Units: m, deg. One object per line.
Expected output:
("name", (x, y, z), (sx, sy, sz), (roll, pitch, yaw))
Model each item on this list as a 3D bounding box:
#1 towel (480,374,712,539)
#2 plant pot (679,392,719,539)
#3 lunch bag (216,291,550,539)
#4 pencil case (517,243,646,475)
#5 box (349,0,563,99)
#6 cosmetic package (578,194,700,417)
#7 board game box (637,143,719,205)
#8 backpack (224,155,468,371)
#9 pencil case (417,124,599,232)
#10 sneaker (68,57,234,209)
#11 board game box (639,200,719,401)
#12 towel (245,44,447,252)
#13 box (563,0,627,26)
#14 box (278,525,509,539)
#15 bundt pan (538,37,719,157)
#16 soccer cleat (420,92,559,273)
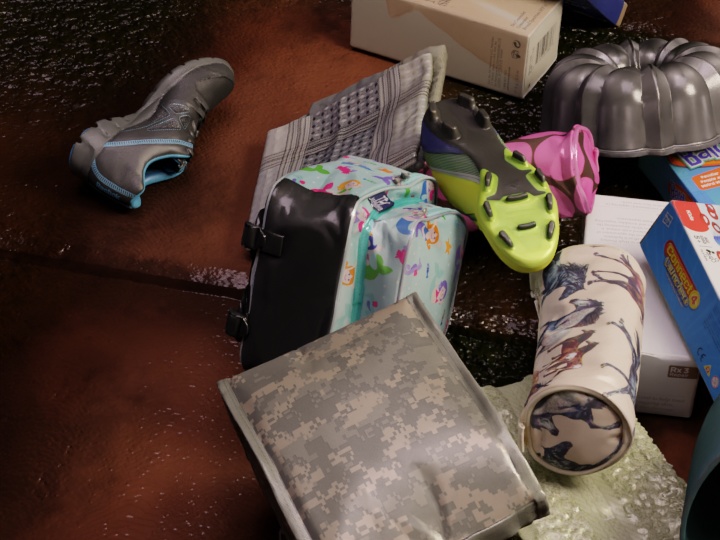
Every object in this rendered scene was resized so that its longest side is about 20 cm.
("towel", (0.153, 0.146, 1.232), (0.148, 0.036, 0.200), (-13, 43, -19))
("plant pot", (0.316, 0.140, 1.145), (0.201, 0.201, 0.161), (7, 27, 6))
("lunch bag", (0.018, 0.138, 1.159), (0.164, 0.118, 0.200), (-25, 45, -8))
("pencil case", (0.162, 0.063, 1.244), (0.089, 0.078, 0.200), (-8, 32, 17))
("box", (0.096, -0.254, 1.728), (0.200, 0.078, 0.095), (19, 43, 19))
("cosmetic package", (0.230, 0.026, 1.413), (0.102, 0.074, 0.200), (6, 43, 6))
("board game box", (0.366, -0.068, 1.544), (0.152, 0.045, 0.200), (-12, 41, -15))
("backpack", (0.000, 0.000, 1.347), (0.151, 0.178, 0.200), (14, 17, 14))
("pencil case", (0.112, -0.076, 1.469), (0.200, 0.091, 0.094), (-6, 3, 27))
("sneaker", (-0.180, -0.127, 1.594), (0.082, 0.073, 0.200), (38, 57, 14))
("board game box", (0.348, 0.040, 1.346), (0.196, 0.056, 0.200), (4, 46, -25))
("towel", (-0.014, -0.117, 1.524), (0.193, 0.035, 0.200), (-26, 29, 27))
("box", (0.191, -0.300, 1.729), (0.121, 0.032, 0.200), (22, 3, 23))
("box", (0.062, 0.180, 1.249), (0.200, 0.044, 0.160), (16, 42, 16))
("bundt pan", (0.262, -0.168, 1.582), (0.202, 0.076, 0.202), (-6, 20, 2))
("soccer cleat", (0.106, -0.060, 1.360), (0.065, 0.084, 0.200), (-17, 47, -14))
